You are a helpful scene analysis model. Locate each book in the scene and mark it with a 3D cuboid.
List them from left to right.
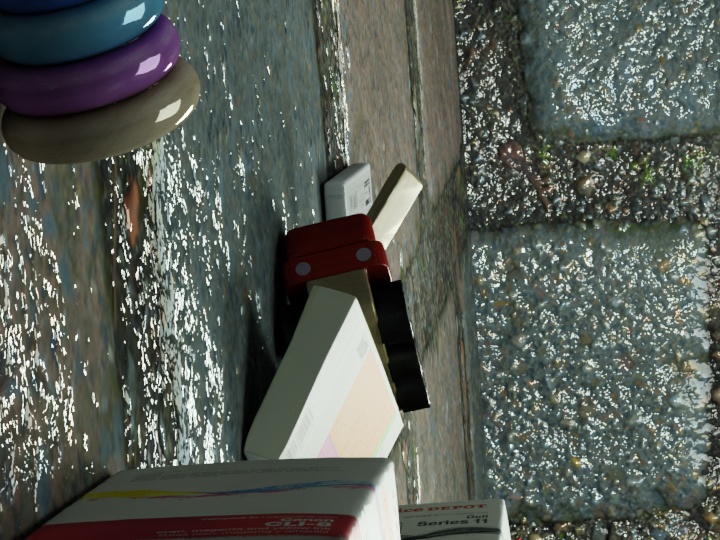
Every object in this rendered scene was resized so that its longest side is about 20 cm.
[{"bbox_3d":[-0.026,0.118,1.454,0.200,0.048,0.134,75,35,-59],"label":"book"}]

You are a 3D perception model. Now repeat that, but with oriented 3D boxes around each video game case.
[{"bbox_3d":[-0.006,-0.001,1.873,0.200,0.023,0.182,-53,139,-80],"label":"video game case"}]

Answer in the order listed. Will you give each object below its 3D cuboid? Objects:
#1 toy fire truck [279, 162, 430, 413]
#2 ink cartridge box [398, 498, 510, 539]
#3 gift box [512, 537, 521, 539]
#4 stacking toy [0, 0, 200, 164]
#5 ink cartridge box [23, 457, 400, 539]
[{"bbox_3d":[0.000,0.000,1.602,0.176,0.128,0.200,74,3,-58],"label":"toy fire truck"},{"bbox_3d":[0.054,0.270,1.739,0.200,0.146,0.083,-68,153,-75],"label":"ink cartridge box"},{"bbox_3d":[0.247,0.494,2.957,0.185,0.200,0.187,81,7,-70],"label":"gift box"},{"bbox_3d":[-0.128,-0.147,0.813,0.085,0.085,0.200,-79,158,-62],"label":"stacking toy"},{"bbox_3d":[-0.058,0.171,0.916,0.200,0.144,0.146,-37,123,-82],"label":"ink cartridge box"}]
